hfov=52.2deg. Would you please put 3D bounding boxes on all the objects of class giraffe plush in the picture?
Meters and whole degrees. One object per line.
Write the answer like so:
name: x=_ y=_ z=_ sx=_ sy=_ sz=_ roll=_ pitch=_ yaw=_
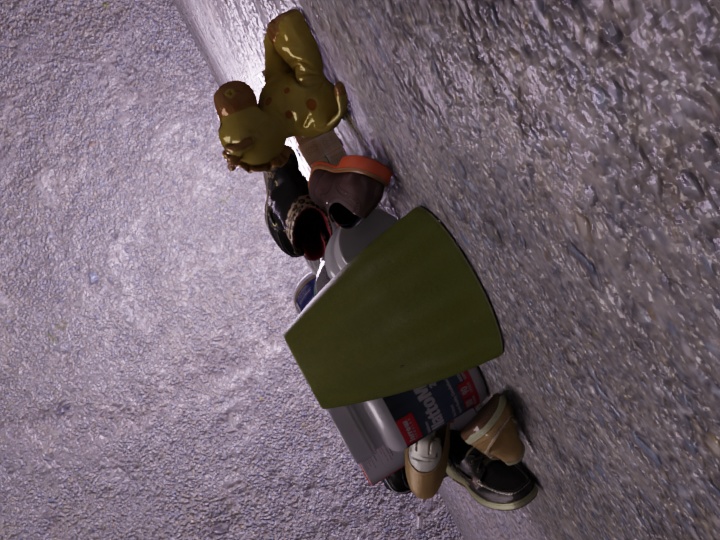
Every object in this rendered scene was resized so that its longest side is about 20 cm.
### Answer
giraffe plush: x=-0.109 y=-0.195 z=0.911 sx=0.201 sy=0.161 sz=0.173 roll=59 pitch=173 yaw=21

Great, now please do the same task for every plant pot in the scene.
plant pot: x=0.023 y=0.062 z=0.808 sx=0.189 sy=0.198 sz=0.187 roll=59 pitch=174 yaw=11

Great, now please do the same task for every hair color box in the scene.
hair color box: x=0.075 y=0.238 z=1.158 sx=0.102 sy=0.198 sz=0.061 roll=61 pitch=173 yaw=0

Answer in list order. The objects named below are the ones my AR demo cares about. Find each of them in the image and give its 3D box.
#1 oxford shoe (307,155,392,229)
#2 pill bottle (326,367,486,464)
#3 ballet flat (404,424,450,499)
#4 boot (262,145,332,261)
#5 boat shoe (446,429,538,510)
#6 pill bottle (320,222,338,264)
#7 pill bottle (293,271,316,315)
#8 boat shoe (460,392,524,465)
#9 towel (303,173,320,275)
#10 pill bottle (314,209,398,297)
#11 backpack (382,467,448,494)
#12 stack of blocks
oxford shoe: x=-0.029 y=-0.091 z=0.909 sx=0.070 sy=0.074 sz=0.200 roll=22 pitch=172 yaw=-18
pill bottle: x=0.059 y=0.172 z=0.996 sx=0.121 sy=0.198 sz=0.120 roll=59 pitch=174 yaw=10
ballet flat: x=0.099 y=0.229 z=1.074 sx=0.063 sy=0.068 sz=0.203 roll=41 pitch=-123 yaw=-65
boot: x=-0.092 y=-0.068 z=1.104 sx=0.151 sy=0.072 sz=0.202 roll=-121 pitch=22 yaw=-44
boat shoe: x=0.171 y=0.277 z=1.045 sx=0.067 sy=0.071 sz=0.200 roll=65 pitch=161 yaw=-13
pill bottle: x=0.002 y=0.008 z=1.177 sx=0.202 sy=0.103 sz=0.104 roll=60 pitch=174 yaw=8
pill bottle: x=-0.039 y=0.097 z=1.311 sx=0.201 sy=0.110 sz=0.112 roll=56 pitch=173 yaw=45
boat shoe: x=0.171 y=0.201 z=0.898 sx=0.076 sy=0.072 sz=0.200 roll=44 pitch=177 yaw=15
towel: x=-0.080 y=-0.098 z=1.338 sx=0.148 sy=0.024 sz=0.201 roll=64 pitch=-155 yaw=-22
pill bottle: x=0.000 y=0.000 z=1.015 sx=0.114 sy=0.112 sz=0.200 roll=59 pitch=162 yaw=13
backpack: x=0.088 y=0.257 z=1.260 sx=0.151 sy=0.175 sz=0.203 roll=128 pitch=121 yaw=-82
stack of blocks: x=-0.080 y=-0.211 z=1.088 sx=0.202 sy=0.058 sz=0.115 roll=63 pitch=174 yaw=-16
